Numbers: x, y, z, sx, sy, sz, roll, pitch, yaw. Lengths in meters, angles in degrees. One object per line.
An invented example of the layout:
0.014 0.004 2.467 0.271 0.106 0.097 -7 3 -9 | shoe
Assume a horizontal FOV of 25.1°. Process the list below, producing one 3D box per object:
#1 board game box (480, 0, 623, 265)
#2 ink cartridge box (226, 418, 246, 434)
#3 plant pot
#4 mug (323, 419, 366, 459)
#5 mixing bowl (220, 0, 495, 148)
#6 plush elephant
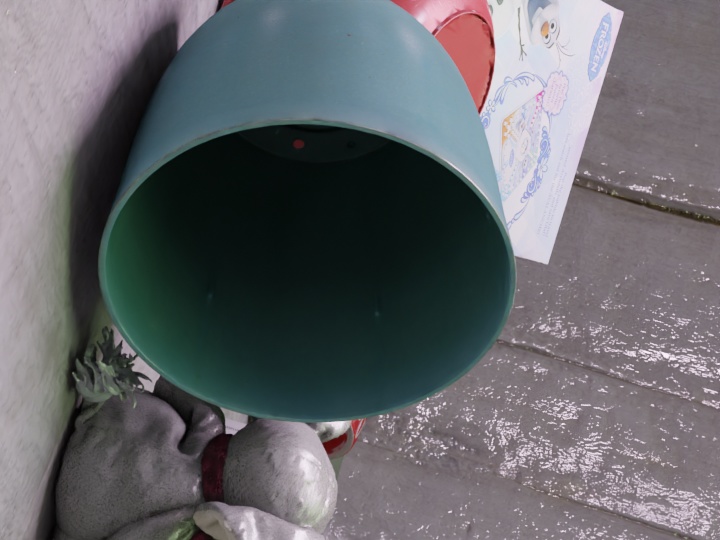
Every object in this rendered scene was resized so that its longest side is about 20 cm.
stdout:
0.098 -0.117 1.157 0.198 0.043 0.202 13 95 -51 | board game box
-0.117 0.244 1.286 0.146 0.082 0.201 101 6 -46 | ink cartridge box
-0.025 -0.049 0.818 0.162 0.198 0.202 -90 -172 -46 | plant pot
-0.025 0.094 1.623 0.179 0.132 0.201 98 12 -46 | mug
0.012 -0.127 0.982 0.200 0.108 0.202 -38 142 -38 | mixing bowl
-0.079 0.121 0.882 0.201 0.153 0.166 101 7 -48 | plush elephant
